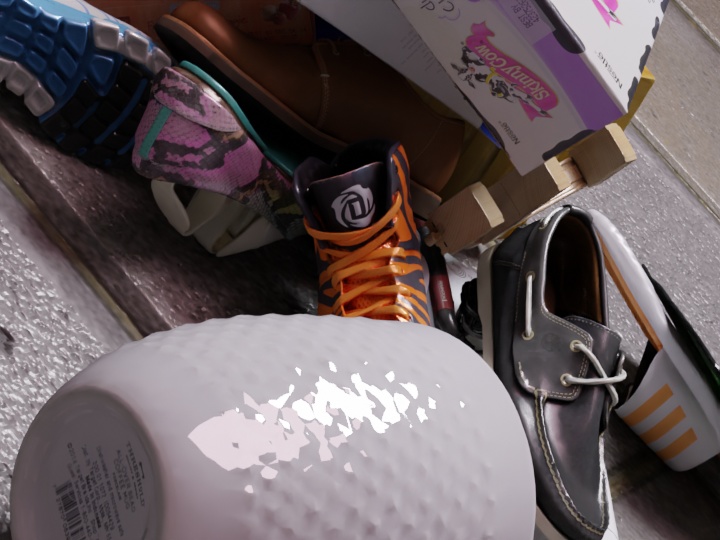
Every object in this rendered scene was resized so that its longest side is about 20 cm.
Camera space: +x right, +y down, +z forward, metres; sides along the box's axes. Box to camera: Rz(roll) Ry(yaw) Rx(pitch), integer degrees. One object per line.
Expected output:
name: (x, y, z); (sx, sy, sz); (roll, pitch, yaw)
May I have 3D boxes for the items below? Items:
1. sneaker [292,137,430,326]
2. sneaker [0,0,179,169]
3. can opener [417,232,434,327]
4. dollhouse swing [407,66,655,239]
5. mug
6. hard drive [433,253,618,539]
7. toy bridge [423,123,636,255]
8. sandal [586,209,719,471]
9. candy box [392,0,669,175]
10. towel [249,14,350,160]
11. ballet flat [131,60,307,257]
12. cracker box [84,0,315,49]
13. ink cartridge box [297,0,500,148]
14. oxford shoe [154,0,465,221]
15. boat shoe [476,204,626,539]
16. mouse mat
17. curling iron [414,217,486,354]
sneaker: (-0.002, 0.010, 1.059); (0.201, 0.077, 0.113); (-100, 177, -51)
sneaker: (-0.167, -0.125, 1.101); (0.199, 0.075, 0.087); (29, 21, -31)
can opener: (0.000, 0.000, 1.205); (0.066, 0.054, 0.201); (4, 34, -7)
dollhouse swing: (0.044, -0.130, 1.322); (0.181, 0.176, 0.201); (2, 47, -54)
mug: (-0.038, 0.115, 0.835); (0.174, 0.147, 0.202); (5, 74, -48)
hard drive: (0.083, 0.075, 1.220); (0.131, 0.027, 0.201); (35, 24, -20)
toy bridge: (0.085, -0.039, 1.209); (0.027, 0.067, 0.200); (58, 34, 5)
sandal: (0.178, 0.062, 1.353); (0.208, 0.059, 0.079); (60, 4, 5)
candy box: (0.083, -0.173, 1.127); (0.168, 0.071, 0.200); (52, 32, -16)
towel: (-0.059, -0.134, 1.266); (0.146, 0.050, 0.201); (9, 35, -26)
ballet flat: (-0.068, -0.046, 1.105); (0.069, 0.071, 0.200); (38, 1, 22)
cracker box: (-0.098, -0.202, 1.256); (0.132, 0.058, 0.201); (-4, 39, -2)
ink cartridge box: (0.016, -0.143, 1.151); (0.200, 0.039, 0.100); (31, 21, -52)
oxford shoe: (-0.024, -0.100, 1.151); (0.199, 0.072, 0.071); (29, -1, -36)
boat shoe: (0.107, 0.055, 1.150); (0.072, 0.067, 0.201); (31, 41, -37)
mouse mat: (0.231, 0.087, 1.350); (0.162, 0.007, 0.200); (59, 3, -18)
curling iron: (0.043, -0.022, 1.257); (0.049, 0.026, 0.201); (24, 30, -35)
